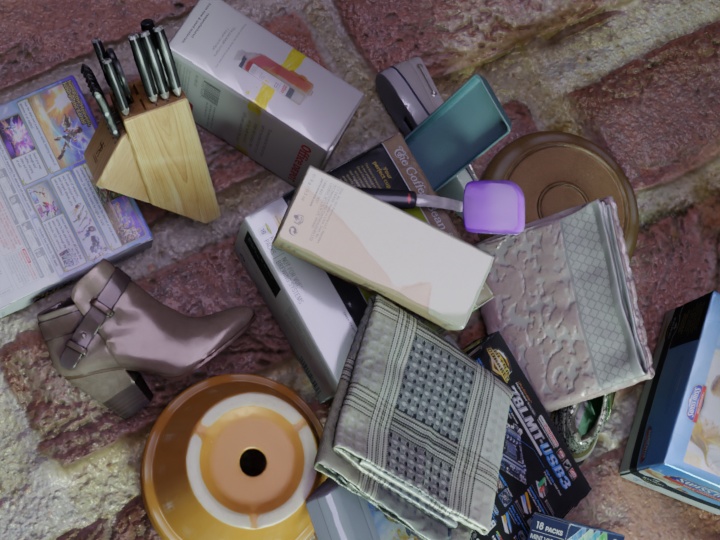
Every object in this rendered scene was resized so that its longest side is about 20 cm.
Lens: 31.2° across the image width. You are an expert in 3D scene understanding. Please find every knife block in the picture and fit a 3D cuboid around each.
[{"bbox_3d":[-0.196,-0.157,1.306,0.198,0.064,0.176,19,115,-37],"label":"knife block"}]

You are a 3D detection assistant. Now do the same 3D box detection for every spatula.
[{"bbox_3d":[0.070,-0.070,1.305,0.197,0.021,0.057,4,80,-11],"label":"spatula"}]

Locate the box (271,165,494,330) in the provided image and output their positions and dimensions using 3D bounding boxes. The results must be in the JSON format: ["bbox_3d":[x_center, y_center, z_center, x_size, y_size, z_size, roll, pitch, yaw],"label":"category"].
[{"bbox_3d":[0.020,-0.020,1.242,0.198,0.095,0.079,26,84,-4],"label":"box"}]

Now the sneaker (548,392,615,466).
[{"bbox_3d":[0.259,0.114,1.401,0.076,0.089,0.202,19,75,-6],"label":"sneaker"}]

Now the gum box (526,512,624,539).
[{"bbox_3d":[0.197,0.352,1.286,0.044,0.169,0.203,10,81,32],"label":"gum box"}]

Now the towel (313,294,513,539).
[{"bbox_3d":[0.059,0.146,1.209,0.192,0.034,0.202,36,52,-23],"label":"towel"}]

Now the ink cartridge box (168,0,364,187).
[{"bbox_3d":[-0.108,-0.185,1.373,0.199,0.145,0.084,33,72,-2],"label":"ink cartridge box"}]

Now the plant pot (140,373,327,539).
[{"bbox_3d":[-0.116,0.194,1.263,0.197,0.183,0.203,2,77,-10],"label":"plant pot"}]

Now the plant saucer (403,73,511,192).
[{"bbox_3d":[0.089,-0.133,1.379,0.019,0.200,0.070,-25,81,-39],"label":"plant saucer"}]

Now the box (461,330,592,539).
[{"bbox_3d":[0.124,0.193,1.299,0.198,0.049,0.201,-34,95,-45],"label":"box"}]

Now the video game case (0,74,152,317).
[{"bbox_3d":[-0.341,-0.079,1.355,0.180,0.045,0.202,-26,83,-15],"label":"video game case"}]

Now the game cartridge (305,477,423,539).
[{"bbox_3d":[0.027,0.244,1.241,0.041,0.199,0.135,-21,83,30],"label":"game cartridge"}]

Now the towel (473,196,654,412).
[{"bbox_3d":[0.207,0.043,1.367,0.032,0.190,0.203,5,69,-47],"label":"towel"}]

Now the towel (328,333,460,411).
[{"bbox_3d":[0.079,0.192,1.372,0.170,0.048,0.201,-32,85,-15],"label":"towel"}]

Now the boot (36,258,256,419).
[{"bbox_3d":[-0.226,0.051,1.323,0.199,0.070,0.147,-37,100,-6],"label":"boot"}]

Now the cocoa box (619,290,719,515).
[{"bbox_3d":[0.386,0.146,1.396,0.132,0.131,0.202,22,74,-5],"label":"cocoa box"}]

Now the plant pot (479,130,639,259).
[{"bbox_3d":[0.230,-0.067,1.470,0.197,0.027,0.203,3,76,-10],"label":"plant pot"}]

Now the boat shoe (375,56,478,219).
[{"bbox_3d":[0.096,-0.151,1.445,0.069,0.071,0.201,-30,80,-17],"label":"boat shoe"}]

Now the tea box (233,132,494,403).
[{"bbox_3d":[0.000,0.000,1.356,0.195,0.134,0.202,-28,84,-15],"label":"tea box"}]
